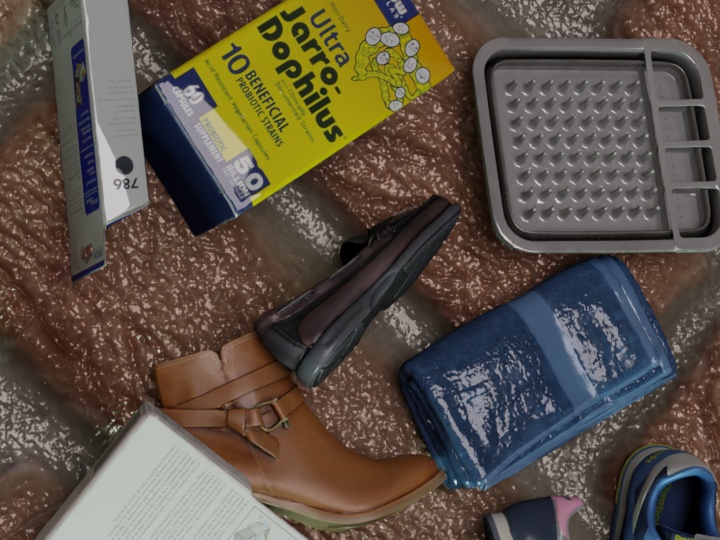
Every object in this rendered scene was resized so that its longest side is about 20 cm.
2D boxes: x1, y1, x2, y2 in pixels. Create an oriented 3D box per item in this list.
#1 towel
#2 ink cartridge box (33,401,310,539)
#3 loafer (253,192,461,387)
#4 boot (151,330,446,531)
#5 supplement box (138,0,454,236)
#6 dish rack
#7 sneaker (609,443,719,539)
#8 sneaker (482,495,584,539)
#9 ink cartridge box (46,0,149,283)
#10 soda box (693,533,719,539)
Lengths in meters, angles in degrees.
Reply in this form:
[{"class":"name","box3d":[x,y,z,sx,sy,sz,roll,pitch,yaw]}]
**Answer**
[{"class":"towel","box3d":[0.132,0.074,1.732,0.199,0.049,0.112,-28,92,-21]},{"class":"ink cartridge box","box3d":[-0.139,0.221,1.591,0.176,0.045,0.200,39,92,-10]},{"class":"loafer","box3d":[0.000,0.000,1.677,0.063,0.072,0.200,36,52,9]},{"class":"boot","box3d":[-0.044,0.114,1.660,0.199,0.074,0.155,-14,84,-24]},{"class":"supplement box","box3d":[-0.053,-0.127,1.665,0.200,0.109,0.109,-35,96,-21]},{"class":"dish rack","box3d":[0.177,-0.090,1.770,0.199,0.044,0.173,-1,74,-20]},{"class":"sneaker","box3d":[0.221,0.227,1.736,0.074,0.082,0.201,9,82,-20]},{"class":"sneaker","box3d":[0.158,0.261,1.708,0.082,0.070,0.201,-20,92,-8]},{"class":"ink cartridge box","box3d":[-0.181,-0.096,1.620,0.039,0.099,0.201,-3,85,-22]},{"class":"soda box","box3d":[0.312,0.253,1.724,0.200,0.068,0.064,32,71,-47]}]
